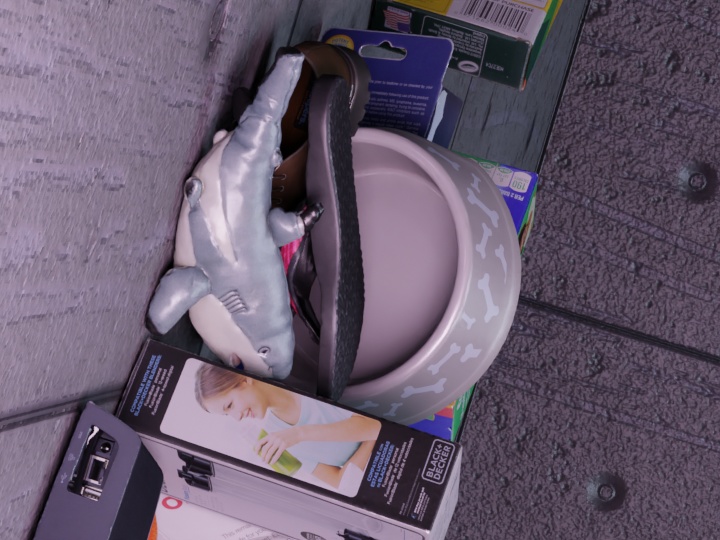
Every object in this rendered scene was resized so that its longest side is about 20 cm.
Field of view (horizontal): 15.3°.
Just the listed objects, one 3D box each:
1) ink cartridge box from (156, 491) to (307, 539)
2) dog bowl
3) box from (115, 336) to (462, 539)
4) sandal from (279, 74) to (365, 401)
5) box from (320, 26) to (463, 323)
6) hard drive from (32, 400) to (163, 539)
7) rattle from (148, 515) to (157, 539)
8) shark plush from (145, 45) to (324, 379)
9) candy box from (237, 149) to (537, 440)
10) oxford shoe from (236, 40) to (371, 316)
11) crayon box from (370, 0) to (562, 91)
[{"bbox_3d":[-0.039,0.202,1.665,0.144,0.200,0.085,-21,137,-40],"label":"ink cartridge box"},{"bbox_3d":[0.000,0.000,1.706,0.059,0.199,0.201,22,85,-64],"label":"dog bowl"},{"bbox_3d":[-0.043,0.116,1.602,0.117,0.199,0.060,91,19,-68],"label":"box"},{"bbox_3d":[-0.027,-0.019,1.626,0.075,0.045,0.201,-45,133,-73],"label":"sandal"},{"bbox_3d":[-0.003,-0.063,1.797,0.032,0.121,0.201,29,76,-48],"label":"box"},{"bbox_3d":[-0.162,0.183,1.488,0.135,0.042,0.201,78,30,-74],"label":"hard drive"},{"bbox_3d":[-0.117,0.242,1.605,0.130,0.142,0.201,18,96,-64],"label":"rattle"},{"bbox_3d":[-0.059,-0.037,1.582,0.091,0.083,0.201,-37,143,-76],"label":"shark plush"},{"bbox_3d":[0.017,0.008,1.886,0.077,0.168,0.201,85,23,-61],"label":"candy box"},{"bbox_3d":[-0.061,-0.048,1.662,0.084,0.072,0.201,4,101,-65],"label":"oxford shoe"},{"bbox_3d":[0.096,-0.229,2.086,0.200,0.126,0.051,-63,168,-48],"label":"crayon box"}]
